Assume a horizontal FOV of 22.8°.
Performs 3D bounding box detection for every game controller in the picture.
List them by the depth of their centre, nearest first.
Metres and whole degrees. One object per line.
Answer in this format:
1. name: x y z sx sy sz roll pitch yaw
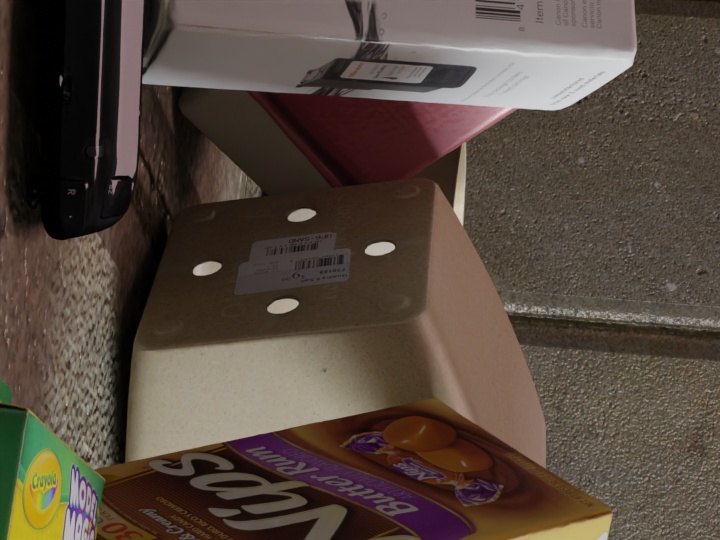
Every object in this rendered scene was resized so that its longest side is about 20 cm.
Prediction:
1. game controller: -0.100 -0.113 0.668 0.104 0.042 0.200 -133 -133 -78

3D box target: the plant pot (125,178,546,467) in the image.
1. plant pot: -0.017 0.067 0.883 0.200 0.199 0.177 -81 163 -59

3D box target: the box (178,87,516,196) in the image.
1. box: 0.021 -0.131 0.926 0.109 0.200 0.128 44 32 -23

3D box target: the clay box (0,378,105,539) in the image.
1. clay box: -0.119 0.123 0.549 0.115 0.048 0.200 78 18 -73

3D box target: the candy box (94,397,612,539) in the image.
1. candy box: -0.016 0.109 0.688 0.117 0.200 0.057 29 -58 49

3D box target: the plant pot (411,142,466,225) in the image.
1. plant pot: 0.000 0.000 1.253 0.200 0.134 0.201 5 90 -84

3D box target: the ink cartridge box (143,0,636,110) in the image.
1. ink cartridge box: 0.006 -0.151 0.749 0.083 0.200 0.145 149 -59 -70
